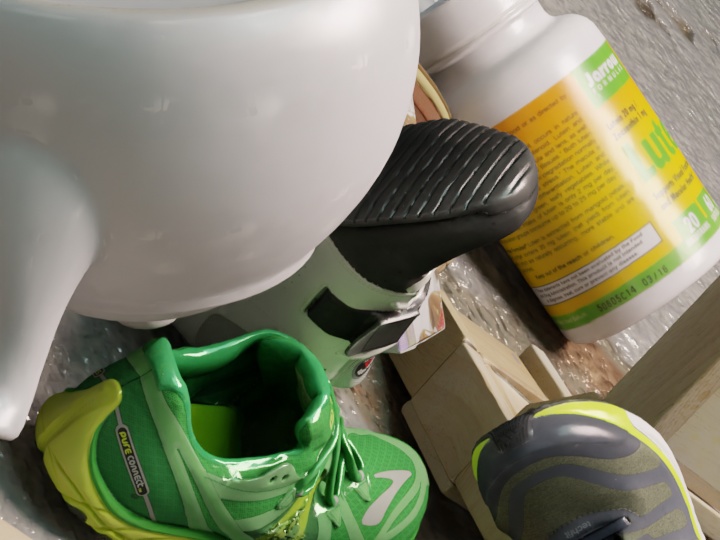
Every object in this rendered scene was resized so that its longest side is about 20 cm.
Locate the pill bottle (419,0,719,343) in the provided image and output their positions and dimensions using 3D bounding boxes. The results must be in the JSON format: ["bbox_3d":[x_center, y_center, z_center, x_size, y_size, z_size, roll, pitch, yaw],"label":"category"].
[{"bbox_3d":[0.107,-0.070,1.174,0.200,0.111,0.111,55,24,-7],"label":"pill bottle"}]

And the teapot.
[{"bbox_3d":[-0.071,-0.050,0.731,0.199,0.147,0.197,-11,31,-22],"label":"teapot"}]

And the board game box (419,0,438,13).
[{"bbox_3d":[-0.002,-0.194,1.270,0.198,0.043,0.201,23,36,-43],"label":"board game box"}]

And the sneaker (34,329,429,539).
[{"bbox_3d":[-0.030,0.072,0.802,0.200,0.083,0.074,17,40,-51],"label":"sneaker"}]

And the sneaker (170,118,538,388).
[{"bbox_3d":[0.000,0.000,0.834,0.074,0.199,0.089,-46,114,-41],"label":"sneaker"}]

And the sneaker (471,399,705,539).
[{"bbox_3d":[0.108,0.129,0.815,0.200,0.074,0.081,52,19,-30],"label":"sneaker"}]

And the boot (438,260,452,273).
[{"bbox_3d":[-0.032,-0.050,0.983,0.167,0.072,0.200,50,28,-5],"label":"boot"}]

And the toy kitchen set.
[{"bbox_3d":[0.145,0.061,0.962,0.163,0.181,0.200,36,13,-29],"label":"toy kitchen set"}]

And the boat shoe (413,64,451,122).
[{"bbox_3d":[-0.026,-0.094,1.077,0.200,0.072,0.068,36,60,-45],"label":"boat shoe"}]

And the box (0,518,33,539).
[{"bbox_3d":[-0.148,0.098,0.556,0.200,0.095,0.078,40,26,-24],"label":"box"}]

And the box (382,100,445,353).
[{"bbox_3d":[-0.003,-0.065,0.878,0.039,0.041,0.201,-26,112,-53],"label":"box"}]
